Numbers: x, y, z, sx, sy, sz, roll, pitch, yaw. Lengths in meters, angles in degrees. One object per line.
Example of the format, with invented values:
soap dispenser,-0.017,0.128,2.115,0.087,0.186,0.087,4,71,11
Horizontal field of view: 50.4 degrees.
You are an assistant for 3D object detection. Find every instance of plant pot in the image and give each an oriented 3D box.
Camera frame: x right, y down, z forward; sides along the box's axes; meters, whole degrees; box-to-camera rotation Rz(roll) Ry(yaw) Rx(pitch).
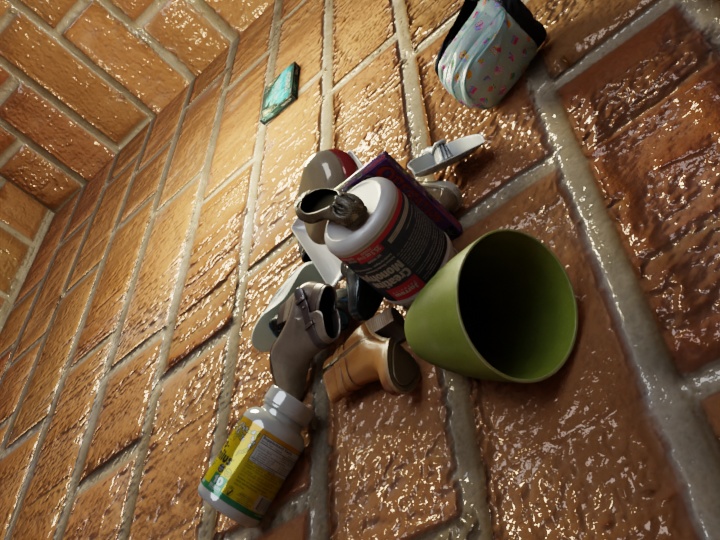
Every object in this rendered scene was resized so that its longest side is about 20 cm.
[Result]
plant pot,0.148,0.064,1.007,0.200,0.186,0.188,-27,35,59

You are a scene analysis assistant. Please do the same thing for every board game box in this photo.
board game box,-0.241,-0.530,2.288,0.135,0.028,0.201,-34,34,26
board game box,0.060,-0.095,1.244,0.120,0.200,0.032,-36,34,23

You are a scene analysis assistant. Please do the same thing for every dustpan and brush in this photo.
dustpan and brush,0.141,-0.212,1.390,0.139,0.058,0.200,-25,-1,-2

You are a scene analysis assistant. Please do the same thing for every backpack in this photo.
backpack,0.232,-0.398,1.396,0.200,0.166,0.127,-50,35,12

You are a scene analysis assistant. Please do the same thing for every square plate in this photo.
square plate,-0.030,-0.096,1.426,0.199,0.028,0.200,-51,46,16

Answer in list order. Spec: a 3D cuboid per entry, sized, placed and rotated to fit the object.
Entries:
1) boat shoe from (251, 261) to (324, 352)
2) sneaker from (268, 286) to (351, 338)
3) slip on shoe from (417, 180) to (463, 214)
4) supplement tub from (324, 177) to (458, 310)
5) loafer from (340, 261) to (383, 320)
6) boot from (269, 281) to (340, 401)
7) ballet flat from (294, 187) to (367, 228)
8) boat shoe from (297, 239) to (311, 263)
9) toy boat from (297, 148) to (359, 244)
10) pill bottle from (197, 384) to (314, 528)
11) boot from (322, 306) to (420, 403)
boat shoe,-0.139,0.069,1.477,0.201,0.070,0.071,-53,11,-2
sneaker,-0.082,0.084,1.386,0.199,0.074,0.082,-16,28,37
slip on shoe,0.091,-0.117,1.349,0.199,0.077,0.061,8,41,48
supplement tub,0.055,-0.034,1.184,0.140,0.200,0.141,-33,34,27
loafer,0.000,0.000,1.290,0.072,0.073,0.202,-19,46,34
boot,-0.087,0.120,1.275,0.146,0.070,0.202,-19,74,49
ballet flat,-0.055,-0.102,1.157,0.068,0.046,0.200,-54,28,-8
boat shoe,-0.049,-0.075,1.508,0.200,0.074,0.074,-38,40,36
toy boat,-0.031,-0.133,1.341,0.200,0.129,0.132,122,133,-68
pill bottle,-0.158,0.288,1.206,0.112,0.113,0.201,14,68,57
boot,0.005,0.153,1.167,0.155,0.077,0.201,-38,30,17
